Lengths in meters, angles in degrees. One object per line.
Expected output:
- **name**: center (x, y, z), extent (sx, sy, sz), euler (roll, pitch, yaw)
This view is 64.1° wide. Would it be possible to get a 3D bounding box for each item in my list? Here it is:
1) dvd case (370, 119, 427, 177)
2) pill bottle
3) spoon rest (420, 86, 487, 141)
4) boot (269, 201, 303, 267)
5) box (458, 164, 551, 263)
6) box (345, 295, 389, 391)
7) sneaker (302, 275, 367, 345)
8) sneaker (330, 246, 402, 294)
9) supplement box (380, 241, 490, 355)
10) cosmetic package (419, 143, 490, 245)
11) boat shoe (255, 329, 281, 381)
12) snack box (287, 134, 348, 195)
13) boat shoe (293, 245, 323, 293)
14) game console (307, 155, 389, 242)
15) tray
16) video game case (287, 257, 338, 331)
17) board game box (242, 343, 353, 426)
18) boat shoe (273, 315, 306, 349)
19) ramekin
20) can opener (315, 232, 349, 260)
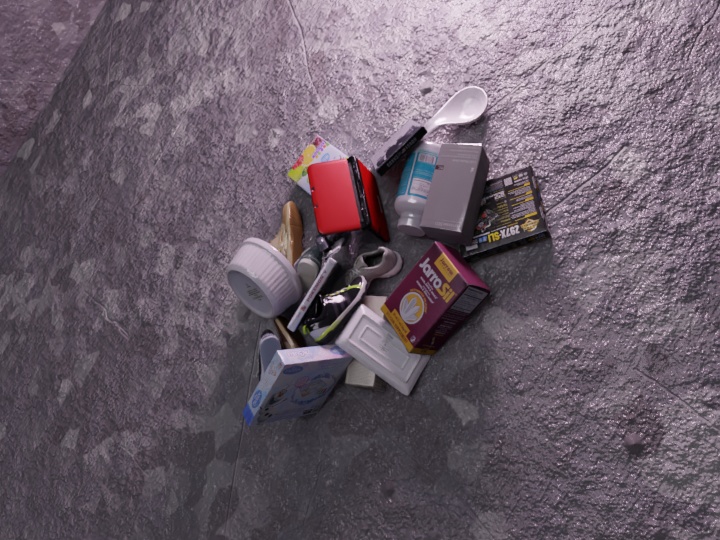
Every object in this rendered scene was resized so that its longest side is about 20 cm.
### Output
- **dvd case**: center (0.089, -0.305, 1.410), extent (0.150, 0.025, 0.201), euler (-43, 15, 11)
- **pill bottle**: center (0.142, -0.189, 1.354), extent (0.108, 0.110, 0.207), euler (8, 76, 32)
- **spoon rest**: center (0.223, -0.372, 1.406), extent (0.198, 0.060, 0.101), euler (-38, 57, 14)
- **boot**: center (-0.231, -0.076, 1.560), extent (0.151, 0.072, 0.207), euler (-13, 72, 26)
- **box**: center (0.304, -0.122, 1.270), extent (0.195, 0.049, 0.165), euler (-19, 66, 24)
- **box**: center (0.025, 0.166, 1.316), extent (0.080, 0.068, 0.207), euler (1, 72, 30)
- **sneaker**: center (-0.056, 0.072, 1.284), extent (0.202, 0.083, 0.071), euler (-54, 12, -30)
- **sneaker**: center (0.000, 0.000, 1.380), extent (0.197, 0.092, 0.077), euler (-33, 57, 16)
- **supplement box**: center (0.157, 0.064, 1.231), extent (0.202, 0.102, 0.132), euler (-51, 53, 21)
- **cosmetic package**: center (0.210, -0.167, 1.264), extent (0.104, 0.090, 0.206), euler (8, 73, 29)
- **boat shoe**: center (-0.223, 0.246, 1.409), extent (0.068, 0.071, 0.207), euler (-140, 41, -67)
- **snack box**: center (-0.094, -0.261, 1.558), extent (0.199, 0.053, 0.144), euler (41, 96, 35)
- **boat shoe**: center (-0.133, -0.001, 1.431), extent (0.071, 0.200, 0.063), euler (28, 64, -6)
- **game console**: center (-0.028, -0.164, 1.411), extent (0.116, 0.171, 0.206), euler (-23, 62, 22)
- **tray**: center (0.051, 0.170, 1.257), extent (0.197, 0.022, 0.109), euler (35, 74, 4)
- **video game case**: center (-0.110, 0.054, 1.376), extent (0.023, 0.200, 0.185), euler (31, 89, -1)
- **board game box**: center (-0.135, 0.249, 1.263), extent (0.044, 0.196, 0.201), euler (53, 125, 32)
- **boat shoe**: center (-0.175, 0.197, 1.426), extent (0.072, 0.072, 0.201), euler (-46, 57, 12)
- **ramekin**: center (-0.246, 0.027, 1.430), extent (0.198, 0.206, 0.095), euler (19, 51, 34)
- **can opener**: center (-0.065, -0.085, 1.400), extent (0.052, 0.068, 0.201), euler (-28, 18, 18)
